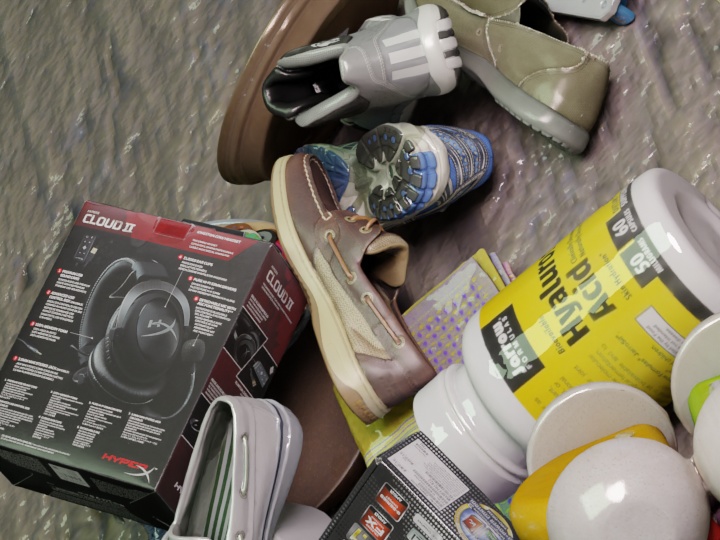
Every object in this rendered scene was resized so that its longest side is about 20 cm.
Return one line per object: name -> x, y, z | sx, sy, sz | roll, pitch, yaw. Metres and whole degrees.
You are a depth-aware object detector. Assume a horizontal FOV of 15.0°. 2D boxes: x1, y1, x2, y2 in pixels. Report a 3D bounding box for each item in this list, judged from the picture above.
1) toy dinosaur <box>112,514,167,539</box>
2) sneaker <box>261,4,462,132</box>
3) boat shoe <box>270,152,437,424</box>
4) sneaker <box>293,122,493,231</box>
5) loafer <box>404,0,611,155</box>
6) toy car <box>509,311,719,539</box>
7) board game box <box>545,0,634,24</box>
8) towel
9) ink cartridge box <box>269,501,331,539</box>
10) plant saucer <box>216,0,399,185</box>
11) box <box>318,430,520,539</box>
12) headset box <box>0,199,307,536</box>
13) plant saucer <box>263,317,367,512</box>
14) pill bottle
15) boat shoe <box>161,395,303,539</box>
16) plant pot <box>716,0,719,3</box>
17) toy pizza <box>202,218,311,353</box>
toy dinosaur -> -0.115, 0.146, 1.850 | 0.200, 0.104, 0.183 | 79, -169, -83
sneaker -> -0.016, -0.124, 1.779 | 0.200, 0.115, 0.075 | 149, 104, -72
boat shoe -> 0.000, 0.000, 1.732 | 0.072, 0.072, 0.201 | -28, 52, 13
sneaker -> 0.023, -0.056, 1.814 | 0.200, 0.085, 0.078 | -8, 91, 62
loafer -> 0.101, -0.145, 1.770 | 0.070, 0.075, 0.200 | -53, 44, 7
toy car -> 0.186, 0.121, 1.427 | 0.199, 0.151, 0.175 | -28, 11, 5
board game box -> 0.146, -0.264, 1.809 | 0.200, 0.026, 0.201 | 18, 85, 56
towel -> 0.062, 0.093, 1.683 | 0.143, 0.023, 0.201 | -38, 45, 15
ink cartridge box -> -0.067, 0.260, 1.711 | 0.146, 0.083, 0.201 | 41, 105, 41
plant saucer -> -0.030, -0.140, 1.865 | 0.029, 0.200, 0.201 | 32, 99, 15
box -> 0.054, 0.213, 1.510 | 0.200, 0.044, 0.160 | 45, 129, 14
headset box -> -0.136, 0.052, 1.745 | 0.148, 0.077, 0.201 | 12, 64, 27
plant saucer -> -0.036, 0.086, 1.840 | 0.200, 0.034, 0.201 | -30, 49, 41
pill bottle -> 0.128, 0.043, 1.561 | 0.200, 0.111, 0.112 | -41, 41, 21
boat shoe -> -0.094, 0.172, 1.661 | 0.073, 0.067, 0.201 | 2, 77, 41
plant pot -> 0.236, -0.256, 1.566 | 0.201, 0.200, 0.184 | -59, 24, 10
toy pizza -> -0.123, 0.024, 1.845 | 0.199, 0.032, 0.201 | -15, 36, 11
